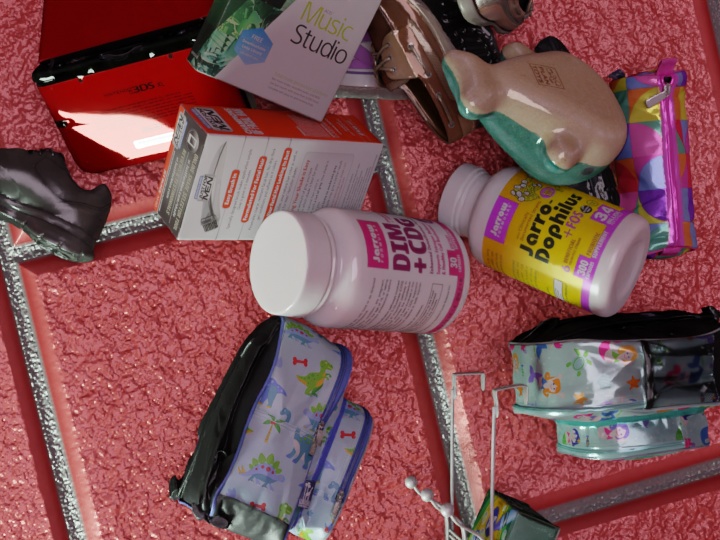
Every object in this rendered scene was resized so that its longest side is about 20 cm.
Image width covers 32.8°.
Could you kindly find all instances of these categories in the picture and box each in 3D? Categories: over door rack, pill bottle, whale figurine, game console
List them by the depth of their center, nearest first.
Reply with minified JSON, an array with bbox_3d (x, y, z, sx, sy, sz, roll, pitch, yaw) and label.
[{"bbox_3d":[0.155,-0.144,1.152,0.198,0.104,0.161,7,48,-33],"label":"whale figurine"},{"bbox_3d":[0.000,0.000,1.173,0.198,0.113,0.115,5,89,-39],"label":"pill bottle"},{"bbox_3d":[-0.207,-0.211,1.197,0.197,0.119,0.174,-10,123,18],"label":"game console"},{"bbox_3d":[0.177,-0.038,1.210,0.198,0.104,0.105,24,87,26],"label":"pill bottle"},{"bbox_3d":[0.096,0.200,1.212,0.066,0.148,0.203,12,89,-13],"label":"over door rack"}]

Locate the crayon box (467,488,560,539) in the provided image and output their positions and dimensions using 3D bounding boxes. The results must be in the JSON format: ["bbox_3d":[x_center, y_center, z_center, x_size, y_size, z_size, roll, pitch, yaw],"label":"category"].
[{"bbox_3d":[0.125,0.331,1.225,0.051,0.126,0.203,22,87,-7],"label":"crayon box"}]

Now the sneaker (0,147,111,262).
[{"bbox_3d":[-0.336,-0.087,1.197,0.198,0.076,0.092,30,77,-14],"label":"sneaker"}]

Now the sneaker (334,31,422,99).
[{"bbox_3d":[-0.027,-0.235,1.234,0.197,0.073,0.116,0,87,-20],"label":"sneaker"}]

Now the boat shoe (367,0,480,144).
[{"bbox_3d":[0.046,-0.207,1.184,0.200,0.076,0.072,46,77,-6],"label":"boat shoe"}]

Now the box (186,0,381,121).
[{"bbox_3d":[-0.052,-0.250,1.107,0.143,0.036,0.202,17,107,-36],"label":"box"}]

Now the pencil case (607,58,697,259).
[{"bbox_3d":[0.303,-0.112,1.269,0.087,0.088,0.203,-6,93,-8],"label":"pencil case"}]

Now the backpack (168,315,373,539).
[{"bbox_3d":[-0.075,0.155,1.174,0.145,0.183,0.203,23,80,-15],"label":"backpack"}]

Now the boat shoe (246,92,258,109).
[{"bbox_3d":[-0.139,-0.140,1.234,0.062,0.072,0.203,-5,98,35],"label":"boat shoe"}]

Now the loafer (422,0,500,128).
[{"bbox_3d":[0.105,-0.246,1.249,0.072,0.071,0.203,-8,109,13],"label":"loafer"}]

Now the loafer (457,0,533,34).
[{"bbox_3d":[0.147,-0.272,1.192,0.062,0.200,0.073,-15,96,24],"label":"loafer"}]

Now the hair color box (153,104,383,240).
[{"bbox_3d":[-0.086,-0.091,1.165,0.198,0.064,0.112,-2,124,-38],"label":"hair color box"}]

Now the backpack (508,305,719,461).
[{"bbox_3d":[0.247,0.110,1.216,0.197,0.177,0.153,2,87,-14],"label":"backpack"}]

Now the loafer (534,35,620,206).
[{"bbox_3d":[0.209,-0.142,1.265,0.070,0.068,0.204,-18,81,28],"label":"loafer"}]
